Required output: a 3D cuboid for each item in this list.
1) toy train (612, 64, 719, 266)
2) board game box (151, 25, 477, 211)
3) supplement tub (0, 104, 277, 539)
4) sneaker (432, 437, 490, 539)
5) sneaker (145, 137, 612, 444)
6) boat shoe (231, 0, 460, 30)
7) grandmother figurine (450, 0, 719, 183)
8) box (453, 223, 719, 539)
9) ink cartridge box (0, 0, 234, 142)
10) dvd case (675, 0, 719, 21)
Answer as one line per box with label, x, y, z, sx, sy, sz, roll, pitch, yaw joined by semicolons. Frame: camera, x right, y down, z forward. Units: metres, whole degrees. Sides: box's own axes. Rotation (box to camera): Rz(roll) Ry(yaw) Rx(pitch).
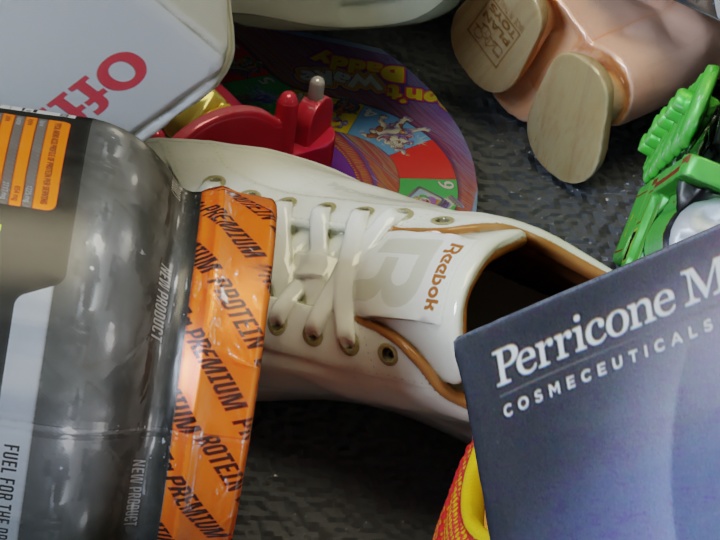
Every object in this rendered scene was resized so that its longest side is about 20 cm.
toy train;0.093;-0.018;0.808;0.042;0.057;0.200;22;0;3
board game box;-0.059;-0.054;0.902;0.200;0.039;0.158;13;37;1
supplement tub;-0.125;0.015;0.727;0.199;0.123;0.123;9;37;-4
sneaker;0.035;0.103;0.687;0.073;0.077;0.200;9;47;-3
sneaker;0.000;0.000;0.797;0.200;0.085;0.073;16;71;6
boat shoe;-0.063;-0.110;0.897;0.201;0.065;0.074;-1;32;-11
grandmother figurine;0.119;-0.095;0.998;0.200;0.061;0.121;-22;74;-40
box;0.141;0.080;0.581;0.123;0.200;0.199;28;45;-50
ink cartridge box;-0.150;-0.095;0.768;0.200;0.145;0.083;38;32;-33
dvd case;0.093;-0.142;0.988;0.200;0.022;0.146;26;37;23
